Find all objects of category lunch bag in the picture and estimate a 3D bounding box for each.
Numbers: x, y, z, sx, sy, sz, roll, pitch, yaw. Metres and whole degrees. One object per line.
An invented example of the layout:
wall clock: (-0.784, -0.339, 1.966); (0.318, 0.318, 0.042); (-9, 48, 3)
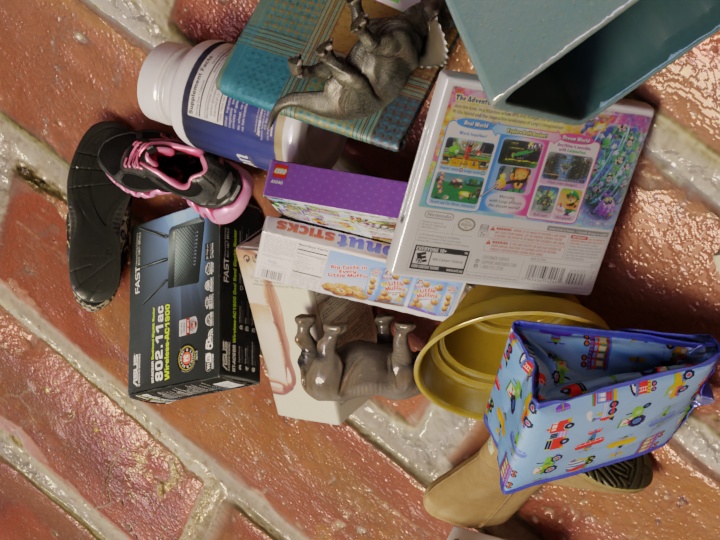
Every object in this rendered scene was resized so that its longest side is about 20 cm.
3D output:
lunch bag: (0.227, 0.119, 1.251); (0.199, 0.094, 0.151); (-3, 142, -10)

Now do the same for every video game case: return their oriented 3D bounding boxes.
video game case: (0.136, -0.071, 1.188); (0.024, 0.199, 0.182); (-122, 43, -58)

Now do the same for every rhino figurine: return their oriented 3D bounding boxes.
rhino figurine: (0.030, 0.090, 1.394); (0.060, 0.199, 0.088); (-141, 54, -67)

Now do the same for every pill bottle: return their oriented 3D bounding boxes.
pill bottle: (-0.117, -0.164, 1.366); (0.200, 0.111, 0.111); (19, 126, 26)

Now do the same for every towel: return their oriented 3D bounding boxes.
towel: (-0.021, -0.197, 1.273); (0.200, 0.147, 0.022); (21, 166, 22)

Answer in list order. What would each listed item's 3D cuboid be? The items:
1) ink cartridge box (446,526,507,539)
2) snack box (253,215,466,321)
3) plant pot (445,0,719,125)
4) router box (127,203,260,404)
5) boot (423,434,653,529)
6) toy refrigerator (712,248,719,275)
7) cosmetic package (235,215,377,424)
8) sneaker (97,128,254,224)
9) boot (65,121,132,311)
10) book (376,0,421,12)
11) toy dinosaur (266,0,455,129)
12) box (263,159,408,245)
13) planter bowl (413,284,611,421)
ink cartridge box: (0.149, 0.342, 1.472); (0.116, 0.068, 0.200); (9, 140, 30)
snack box: (0.000, 0.000, 1.332); (0.199, 0.024, 0.072); (13, 140, -3)
plant pot: (0.162, -0.251, 1.044); (0.196, 0.196, 0.200); (-35, 75, 25)
router box: (-0.180, 0.034, 1.492); (0.150, 0.062, 0.201); (-16, 69, 41)
boot: (0.177, 0.214, 1.415); (0.175, 0.066, 0.200); (19, 146, -8)
toy refrigerator: (0.381, 0.054, 1.175); (0.076, 0.070, 0.200); (-14, 107, 47)
cosmetic package: (-0.049, 0.048, 1.452); (0.087, 0.103, 0.200); (4, 117, 34)
sneaker: (-0.207, -0.113, 1.440); (0.200, 0.095, 0.079); (17, 81, 32)
boot: (-0.298, -0.055, 1.574); (0.154, 0.073, 0.204); (138, 136, -75)
book: (-0.013, -0.322, 1.241); (0.200, 0.048, 0.134); (28, 129, 21)
toy dinosaur: (0.005, -0.173, 1.197); (0.200, 0.077, 0.102); (-45, 121, 10)
box: (0.022, -0.051, 1.299); (0.199, 0.039, 0.137); (11, 168, 13)
planter bowl: (0.149, 0.060, 1.306); (0.200, 0.084, 0.201); (0, 146, 0)
